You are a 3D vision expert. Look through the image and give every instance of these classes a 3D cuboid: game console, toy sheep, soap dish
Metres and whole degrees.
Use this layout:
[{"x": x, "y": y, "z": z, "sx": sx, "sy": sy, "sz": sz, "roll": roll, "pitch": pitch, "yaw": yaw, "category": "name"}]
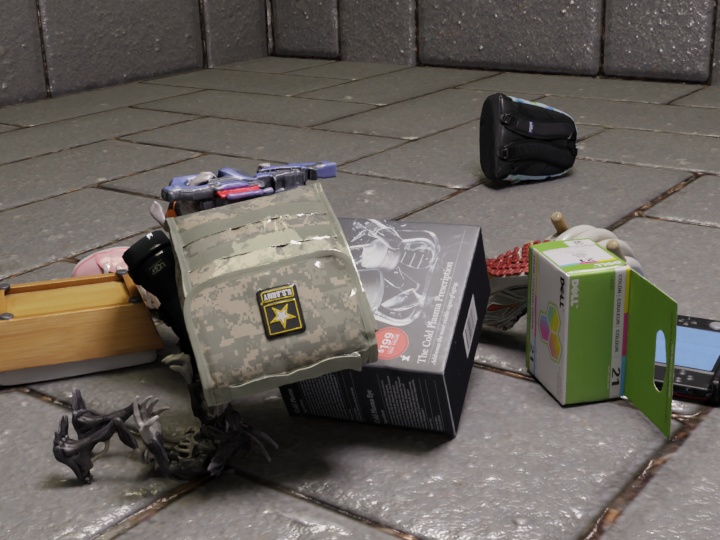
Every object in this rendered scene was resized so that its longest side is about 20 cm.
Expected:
[{"x": 0.384, "y": 0.050, "z": 1.142, "sx": 0.171, "sy": 0.120, "sz": 0.200, "roll": 9, "pitch": 21, "yaw": 28, "category": "game console"}, {"x": 0.269, "y": 0.004, "z": 1.268, "sx": 0.137, "sy": 0.139, "sz": 0.200, "roll": -13, "pitch": 33, "yaw": -30, "category": "toy sheep"}, {"x": -0.345, "y": 0.063, "z": 1.241, "sx": 0.198, "sy": 0.082, "sz": 0.157, "roll": -7, "pitch": 19, "yaw": -18, "category": "soap dish"}]

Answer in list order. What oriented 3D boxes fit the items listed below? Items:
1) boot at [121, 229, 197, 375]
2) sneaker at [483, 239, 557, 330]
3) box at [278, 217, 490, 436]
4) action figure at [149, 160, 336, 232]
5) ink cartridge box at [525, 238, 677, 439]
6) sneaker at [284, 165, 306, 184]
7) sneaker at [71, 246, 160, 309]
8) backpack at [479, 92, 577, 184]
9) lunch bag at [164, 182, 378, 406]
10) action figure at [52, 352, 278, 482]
[{"x": -0.194, "y": 0.047, "z": 1.191, "sx": 0.076, "sy": 0.169, "sz": 0.200, "roll": -34, "pitch": -3, "yaw": -6, "category": "boot"}, {"x": 0.180, "y": 0.022, "z": 1.227, "sx": 0.199, "sy": 0.083, "sz": 0.078, "roll": -17, "pitch": 20, "yaw": 44, "category": "sneaker"}, {"x": 0.025, "y": 0.052, "z": 1.078, "sx": 0.181, "sy": 0.105, "sz": 0.201, "roll": 3, "pitch": 48, "yaw": 18, "category": "box"}, {"x": -0.124, "y": -0.065, "z": 1.134, "sx": 0.198, "sy": 0.106, "sz": 0.193, "roll": -9, "pitch": 14, "yaw": -21, "category": "action figure"}, {"x": 0.240, "y": 0.067, "z": 1.060, "sx": 0.075, "sy": 0.149, "sz": 0.200, "roll": -6, "pitch": 19, "yaw": -11, "category": "ink cartridge box"}, {"x": -0.128, "y": -0.026, "z": 1.242, "sx": 0.120, "sy": 0.201, "sz": 0.084, "roll": -15, "pitch": 39, "yaw": -31, "category": "sneaker"}, {"x": -0.287, "y": 0.015, "z": 1.382, "sx": 0.198, "sy": 0.076, "sz": 0.105, "roll": 0, "pitch": 13, "yaw": -8, "category": "sneaker"}, {"x": 0.319, "y": -0.245, "z": 1.971, "sx": 0.198, "sy": 0.165, "sz": 0.154, "roll": -1, "pitch": 3, "yaw": -18, "category": "backpack"}, {"x": -0.084, "y": 0.026, "z": 0.968, "sx": 0.163, "sy": 0.118, "sz": 0.201, "roll": -14, "pitch": 43, "yaw": -10, "category": "lunch bag"}, {"x": -0.180, "y": 0.141, "z": 0.967, "sx": 0.198, "sy": 0.103, "sz": 0.119, "roll": -3, "pitch": 17, "yaw": 7, "category": "action figure"}]
